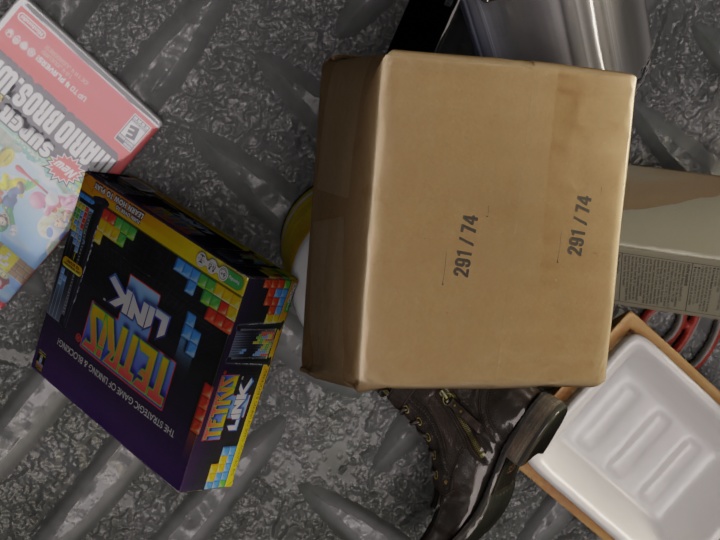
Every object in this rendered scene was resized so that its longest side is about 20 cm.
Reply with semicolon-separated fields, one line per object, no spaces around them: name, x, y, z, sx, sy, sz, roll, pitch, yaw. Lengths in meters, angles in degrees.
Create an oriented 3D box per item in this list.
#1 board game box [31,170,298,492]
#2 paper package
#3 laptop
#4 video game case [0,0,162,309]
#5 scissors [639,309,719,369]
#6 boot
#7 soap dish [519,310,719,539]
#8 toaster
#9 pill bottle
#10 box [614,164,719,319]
board game box;-0.151;0.040;0.976;0.056;0.199;0.168;4;110;-50
paper package;0.067;-0.030;0.833;0.188;0.103;0.204;2;95;-23
laptop;0.065;-0.104;0.975;0.102;0.177;0.202;-29;105;1
video game case;-0.269;-0.088;1.017;0.143;0.017;0.200;41;96;-15
scissors;0.303;-0.008;1.118;0.072;0.014;0.202;27;98;-11
boot;0.056;0.122;1.067;0.173;0.069;0.201;38;101;20
soap dish;0.236;0.149;1.112;0.199;0.081;0.158;40;96;-15
toaster;0.146;-0.180;0.964;0.112;0.200;0.131;-7;113;28
pill bottle;0.000;0.000;0.980;0.110;0.200;0.114;-2;105;-7
box;0.283;-0.016;1.025;0.197;0.095;0.079;9;60;12
